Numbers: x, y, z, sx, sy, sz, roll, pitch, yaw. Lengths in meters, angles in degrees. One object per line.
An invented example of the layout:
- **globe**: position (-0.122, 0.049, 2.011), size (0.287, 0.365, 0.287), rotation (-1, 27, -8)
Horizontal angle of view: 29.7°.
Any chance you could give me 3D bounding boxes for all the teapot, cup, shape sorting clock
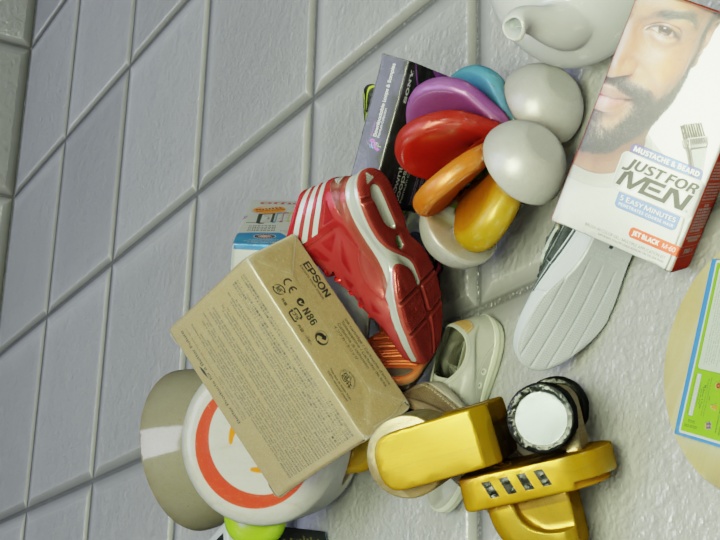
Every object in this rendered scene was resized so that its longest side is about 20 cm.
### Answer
- **teapot**: position (0.178, -0.292, 1.220), size (0.198, 0.145, 0.200), rotation (-59, 30, 8)
- **cup**: position (-0.151, 0.207, 1.666), size (0.142, 0.200, 0.202), rotation (-16, 62, 29)
- **shape sorting clock**: position (0.299, 0.067, 0.992), size (0.200, 0.039, 0.202), rotation (-34, 49, 52)

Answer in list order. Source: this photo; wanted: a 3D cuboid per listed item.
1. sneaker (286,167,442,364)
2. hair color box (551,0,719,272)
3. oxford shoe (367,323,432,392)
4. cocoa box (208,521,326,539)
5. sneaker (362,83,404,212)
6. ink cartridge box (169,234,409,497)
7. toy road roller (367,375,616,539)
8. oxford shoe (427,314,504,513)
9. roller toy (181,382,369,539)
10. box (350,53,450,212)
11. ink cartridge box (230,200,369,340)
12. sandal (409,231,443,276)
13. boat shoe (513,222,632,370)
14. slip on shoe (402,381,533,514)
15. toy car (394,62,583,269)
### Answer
- **sneaker**: position (0.000, 0.000, 1.306), size (0.115, 0.078, 0.201), rotation (-7, 111, 35)
- **hair color box**: position (0.243, -0.113, 1.090), size (0.110, 0.064, 0.201), rotation (25, 104, 23)
- **oxford shoe**: position (0.045, 0.094, 1.396), size (0.200, 0.071, 0.074), rotation (-68, -22, -73)
- **cocoa box**: position (-0.111, 0.405, 1.538), size (0.133, 0.130, 0.201), rotation (-49, 39, 45)
- **sneaker**: position (0.044, -0.120, 1.486), size (0.201, 0.076, 0.076), rotation (88, 176, -53)
- **ink cartridge box**: position (-0.071, 0.093, 1.296), size (0.201, 0.075, 0.165), rotation (56, 137, 4)
- **toy road roller**: position (0.117, 0.177, 1.150), size (0.198, 0.123, 0.147), rotation (-15, 85, 14)
- **oxford shoe**: position (0.090, 0.139, 1.345), size (0.075, 0.057, 0.202), rotation (20, 99, 61)
- **roller toy**: position (-0.093, 0.186, 1.513), size (0.200, 0.140, 0.183), rotation (-40, 77, 8)
- **box**: position (0.059, -0.131, 1.377), size (0.036, 0.200, 0.144), rotation (18, 97, 27)
- **ink cartridge box**: position (-0.060, 0.016, 1.474), size (0.200, 0.146, 0.146), rotation (-87, -1, -74)
- **sandal**: position (0.058, -0.005, 1.486), size (0.200, 0.045, 0.076), rotation (-143, 71, -76)
- **boat shoe**: position (0.194, -0.006, 1.205), size (0.201, 0.072, 0.071), rotation (-60, 23, 11)
- **slip on shoe**: position (0.101, 0.173, 1.250), size (0.200, 0.060, 0.076), rotation (45, 125, 35)
- **toy car**: position (0.105, -0.115, 1.279), size (0.175, 0.149, 0.201), rotation (-47, 14, 46)
